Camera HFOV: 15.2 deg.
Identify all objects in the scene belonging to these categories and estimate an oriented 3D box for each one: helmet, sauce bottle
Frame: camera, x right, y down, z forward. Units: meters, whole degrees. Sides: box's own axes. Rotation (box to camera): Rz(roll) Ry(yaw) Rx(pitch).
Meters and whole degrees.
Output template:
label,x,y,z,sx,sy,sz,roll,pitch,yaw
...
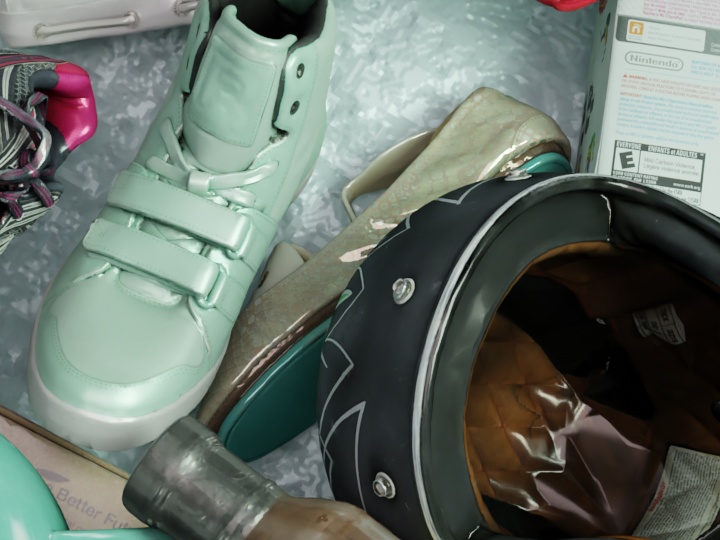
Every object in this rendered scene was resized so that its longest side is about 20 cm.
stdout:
label,x,y,z,sx,sy,sz,roll,pitch,yaw
helmet,0.080,0.056,1.010,0.190,0.200,0.200,20,80,14
sauce bottle,0.005,0.125,0.939,0.200,0.065,0.065,35,81,14

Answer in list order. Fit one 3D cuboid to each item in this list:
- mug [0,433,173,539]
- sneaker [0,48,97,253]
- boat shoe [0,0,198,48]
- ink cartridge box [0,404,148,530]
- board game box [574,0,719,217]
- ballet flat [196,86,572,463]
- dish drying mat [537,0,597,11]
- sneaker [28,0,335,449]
label,x,y,z,sx,sy,sz,roll,pitch,yaw
mug,-0.165,0.107,0.966,0.185,0.114,0.152,-38,85,-8
sneaker,-0.150,-0.031,0.995,0.075,0.200,0.081,0,123,7
boat shoe,-0.053,-0.124,1.114,0.200,0.074,0.065,-2,112,3
ink cartridge box,-0.188,0.122,1.058,0.200,0.075,0.165,28,79,2
board game box,0.172,-0.102,1.105,0.147,0.064,0.200,9,73,-1
ballet flat,0.000,0.000,1.103,0.200,0.067,0.062,-39,59,-12
dish drying mat,0.027,-0.165,1.088,0.200,0.018,0.077,36,47,27
sneaker,-0.068,-0.034,1.019,0.074,0.118,0.201,20,50,9
